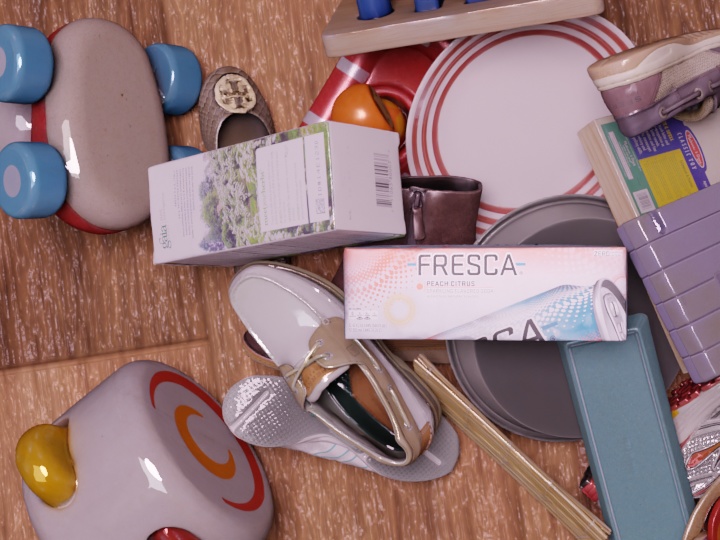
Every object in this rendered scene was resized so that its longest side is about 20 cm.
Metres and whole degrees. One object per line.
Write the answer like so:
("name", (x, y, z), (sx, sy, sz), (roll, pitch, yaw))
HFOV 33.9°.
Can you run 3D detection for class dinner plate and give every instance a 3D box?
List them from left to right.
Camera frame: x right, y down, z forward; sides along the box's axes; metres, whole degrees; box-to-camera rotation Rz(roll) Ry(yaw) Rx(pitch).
("dinner plate", (0.131, -0.113, 0.927), (0.200, 0.024, 0.200), (-6, 121, -9))

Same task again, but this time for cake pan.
("cake pan", (0.166, 0.042, 0.915), (0.200, 0.037, 0.200), (-1, 101, -8))

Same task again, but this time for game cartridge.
("game cartridge", (0.292, -0.007, 0.870), (0.200, 0.038, 0.130), (-21, 86, -29))

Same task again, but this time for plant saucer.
("plant saucer", (0.203, 0.135, 0.884), (0.070, 0.019, 0.200), (-14, 95, 16))

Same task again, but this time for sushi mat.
("sushi mat", (0.115, 0.146, 0.937), (0.200, 0.096, 0.012), (42, 76, 11))

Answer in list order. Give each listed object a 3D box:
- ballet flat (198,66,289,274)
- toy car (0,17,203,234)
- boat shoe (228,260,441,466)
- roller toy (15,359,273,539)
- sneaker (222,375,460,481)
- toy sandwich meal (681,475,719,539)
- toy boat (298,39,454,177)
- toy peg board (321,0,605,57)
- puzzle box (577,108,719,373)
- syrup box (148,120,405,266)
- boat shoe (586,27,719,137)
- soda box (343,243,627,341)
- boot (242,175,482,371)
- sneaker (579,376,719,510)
("ballet flat", (-0.094, -0.077, 1.004), (0.067, 0.046, 0.200), (-8, 89, -22))
("toy car", (-0.263, -0.110, 1.020), (0.200, 0.184, 0.177), (-10, 87, 42))
("boat shoe", (-0.023, 0.070, 0.903), (0.200, 0.068, 0.075), (39, 115, -1))
("roller toy", (-0.175, 0.179, 0.956), (0.140, 0.200, 0.182), (-38, 86, 11))
("sneaker", (-0.015, 0.125, 0.984), (0.200, 0.080, 0.070), (15, 83, -6))
("toy sandwich meal", (0.329, 0.224, 0.863), (0.205, 0.070, 0.205), (-1, 92, -15))
("toy boat", (0.014, -0.118, 0.946), (0.130, 0.131, 0.200), (33, 96, 13))
("toy peg board", (0.075, -0.251, 0.890), (0.200, 0.199, 0.098), (-7, 116, 14))
("puzzle box", (0.258, -0.035, 0.898), (0.133, 0.025, 0.200), (-17, 80, -28))
("syrup box", (-0.068, -0.053, 0.898), (0.200, 0.081, 0.079), (-9, 83, 41))
("boat shoe", (0.240, -0.142, 0.877), (0.072, 0.200, 0.065), (-5, 101, 44))
("soda box", (0.089, 0.015, 0.848), (0.200, 0.064, 0.068), (0, 92, 10))
("boot", (0.000, 0.000, 0.947), (0.200, 0.072, 0.166), (-2, 121, 1))
("sneaker", (0.268, 0.128, 0.916), (0.200, 0.078, 0.082), (-44, 86, 17))
